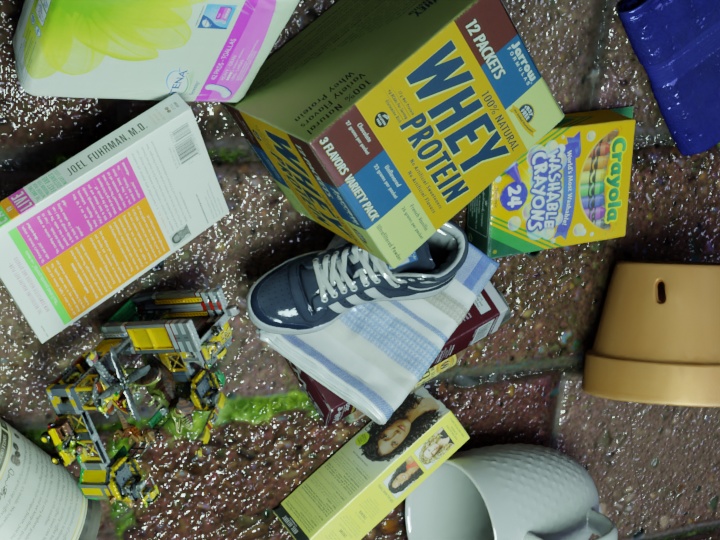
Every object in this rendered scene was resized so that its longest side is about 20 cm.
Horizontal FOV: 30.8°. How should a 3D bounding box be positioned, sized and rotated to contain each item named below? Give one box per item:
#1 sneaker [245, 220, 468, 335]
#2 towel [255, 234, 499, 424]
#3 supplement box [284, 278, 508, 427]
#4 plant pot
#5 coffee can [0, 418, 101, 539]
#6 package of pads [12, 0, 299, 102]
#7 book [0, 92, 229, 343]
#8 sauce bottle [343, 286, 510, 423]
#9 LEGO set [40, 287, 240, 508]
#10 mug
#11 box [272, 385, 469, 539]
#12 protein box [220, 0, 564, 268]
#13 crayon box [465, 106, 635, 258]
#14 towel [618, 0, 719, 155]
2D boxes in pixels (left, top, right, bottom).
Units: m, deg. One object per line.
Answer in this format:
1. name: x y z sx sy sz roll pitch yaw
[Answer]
1. sneaker: 0.000 0.000 1.138 0.199 0.109 0.071 -13 79 -14
2. towel: 0.018 0.027 1.204 0.147 0.024 0.200 35 69 8
3. supplement box: 0.027 0.050 1.241 0.199 0.109 0.061 -27 162 -16
4. plant pot: 0.336 0.061 1.376 0.199 0.200 0.141 1 93 -28
5. coffee can: -0.335 0.185 1.081 0.146 0.146 0.200 -46 123 -5
6. package of pads: -0.163 -0.199 1.031 0.199 0.069 0.155 -2 154 -28
7. book: -0.212 -0.045 1.090 0.199 0.048 0.134 -34 145 -15
8. sauce bottle: 0.058 0.078 1.298 0.199 0.065 0.065 -30 120 -14
9. LEGO set: -0.165 0.104 1.116 0.200 0.115 0.155 -39 119 -53
10. mug: 0.173 0.259 1.350 0.174 0.200 0.149 -6 102 -35
11. box: 0.011 0.206 1.318 0.200 0.075 0.050 -43 125 -9
12. protein box: 0.023 -0.137 1.110 0.198 0.200 0.135 -41 119 -10
13. crayon box: 0.204 -0.091 1.319 0.199 0.052 0.127 -10 113 -25
14. towel: 0.353 -0.233 1.350 0.147 0.050 0.200 -36 122 -4
